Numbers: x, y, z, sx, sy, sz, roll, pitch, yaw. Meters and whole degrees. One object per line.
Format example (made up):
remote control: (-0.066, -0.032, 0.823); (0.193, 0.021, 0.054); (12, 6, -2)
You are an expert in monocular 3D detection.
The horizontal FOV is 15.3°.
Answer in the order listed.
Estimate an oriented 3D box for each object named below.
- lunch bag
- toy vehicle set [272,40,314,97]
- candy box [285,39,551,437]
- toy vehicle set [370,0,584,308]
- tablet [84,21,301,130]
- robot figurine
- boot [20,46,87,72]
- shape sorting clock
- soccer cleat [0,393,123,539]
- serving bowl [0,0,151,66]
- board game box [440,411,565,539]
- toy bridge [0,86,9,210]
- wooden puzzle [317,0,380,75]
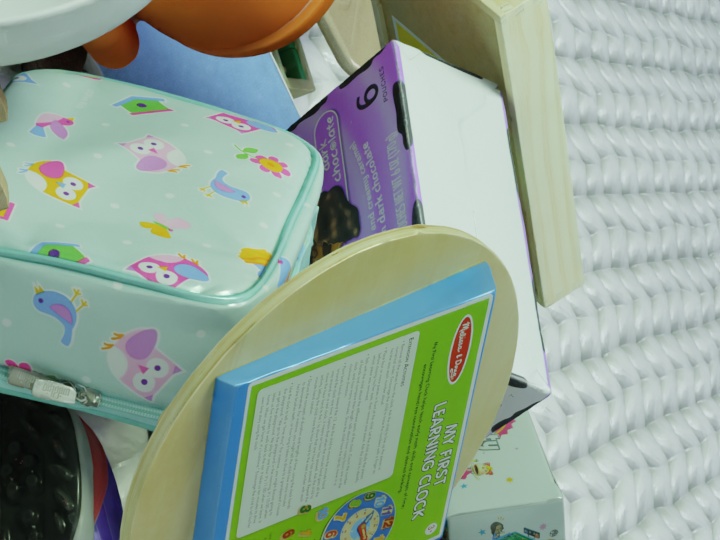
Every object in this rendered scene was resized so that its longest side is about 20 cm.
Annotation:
lunch bag: (-0.096, -0.008, 1.108); (0.200, 0.159, 0.078); (-69, 175, -63)
toy vehicle set: (-0.087, -0.193, 1.501); (0.124, 0.026, 0.201); (-9, 80, -73)
candy box: (-0.014, 0.022, 1.235); (0.071, 0.200, 0.169); (21, 47, -36)
toy vehicle set: (0.054, -0.087, 1.314); (0.124, 0.026, 0.201); (45, -22, 38)
tablet: (-0.081, -0.083, 1.392); (0.130, 0.014, 0.201); (-44, 115, -46)
robot figurine: (-0.074, -0.164, 1.232); (0.200, 0.116, 0.145); (29, 66, -67)
boot: (-0.174, -0.200, 1.266); (0.167, 0.072, 0.201); (68, 13, -45)
shape sorting clock: (-0.015, 0.066, 1.064); (0.039, 0.200, 0.200); (45, 2, 36)
soccer cleat: (-0.112, 0.145, 1.062); (0.073, 0.068, 0.201); (46, 28, -58)
serving bowl: (-0.154, -0.155, 1.091); (0.066, 0.198, 0.201); (91, -5, -54)
board game box: (0.066, 0.156, 1.396); (0.148, 0.064, 0.201); (-107, -170, -56)
toy bridge: (-0.175, -0.061, 1.072); (0.200, 0.067, 0.027); (-105, 174, -65)
wooden puzzle: (-0.045, -0.221, 1.523); (0.201, 0.046, 0.186); (56, 21, -27)
